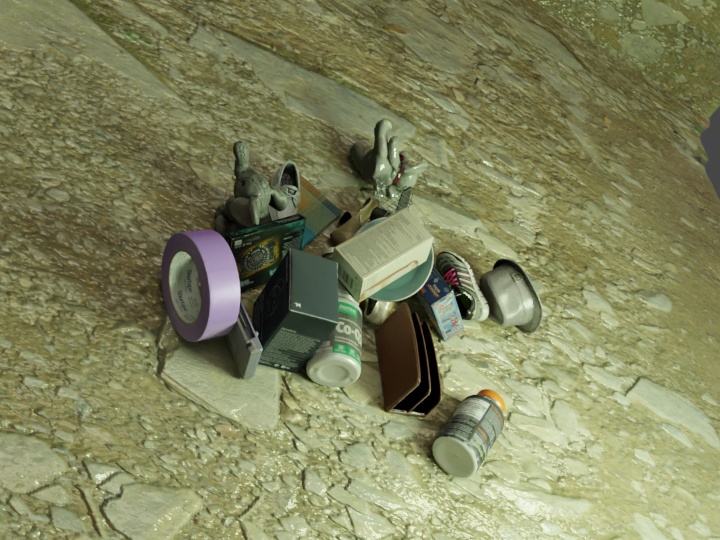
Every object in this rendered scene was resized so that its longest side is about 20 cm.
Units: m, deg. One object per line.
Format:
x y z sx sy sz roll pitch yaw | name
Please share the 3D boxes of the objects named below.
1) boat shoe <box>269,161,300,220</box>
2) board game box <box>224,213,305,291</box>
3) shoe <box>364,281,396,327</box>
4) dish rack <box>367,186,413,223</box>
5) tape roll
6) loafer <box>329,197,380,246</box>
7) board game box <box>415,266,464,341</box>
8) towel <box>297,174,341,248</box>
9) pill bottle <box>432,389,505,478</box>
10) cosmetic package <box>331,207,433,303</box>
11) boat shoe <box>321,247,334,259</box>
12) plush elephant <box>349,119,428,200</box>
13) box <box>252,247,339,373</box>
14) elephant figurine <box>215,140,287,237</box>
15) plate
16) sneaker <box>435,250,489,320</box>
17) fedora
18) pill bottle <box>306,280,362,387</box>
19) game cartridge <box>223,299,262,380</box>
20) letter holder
-0.172 -0.170 1.739 0.069 0.072 0.203 16 47 -23 | boat shoe
-0.203 -0.034 1.596 0.028 0.137 0.198 32 35 33 | board game box
0.059 0.025 1.714 0.053 0.069 0.203 26 77 -37 | shoe
0.074 -0.114 1.844 0.054 0.155 0.199 33 39 18 | dish rack
-0.302 0.028 1.425 0.065 0.200 0.202 -9 61 -39 | tape roll
-0.011 -0.121 1.839 0.067 0.076 0.201 40 43 -8 | loafer
0.169 0.063 1.772 0.061 0.201 0.201 -32 45 -3 | board game box
-0.146 -0.138 1.800 0.146 0.022 0.200 43 42 2 | towel
0.240 0.337 1.619 0.106 0.106 0.200 44 43 5 | pill bottle
0.045 -0.033 1.604 0.198 0.088 0.104 -29 63 -26 | cosmetic package
0.000 0.000 1.755 0.198 0.072 0.060 15 62 -28 | boat shoe
0.086 -0.267 1.968 0.153 0.164 0.203 6 60 -34 | plush elephant
-0.131 0.082 1.500 0.106 0.200 0.150 16 48 -22 | box
-0.229 -0.145 1.610 0.153 0.200 0.143 16 54 -20 | elephant figurine
0.065 -0.023 1.694 0.197 0.026 0.203 -3 69 7 | plate
0.239 0.040 1.881 0.087 0.074 0.202 -13 69 -47 | sneaker
0.356 0.071 1.886 0.089 0.178 0.202 -15 65 -19 | fedora
-0.052 0.129 1.580 0.112 0.113 0.202 19 47 -21 | pill bottle
-0.243 0.096 1.464 0.038 0.130 0.202 -18 66 -22 | game cartridge
0.116 0.186 1.628 0.099 0.142 0.202 12 49 -26 | letter holder
